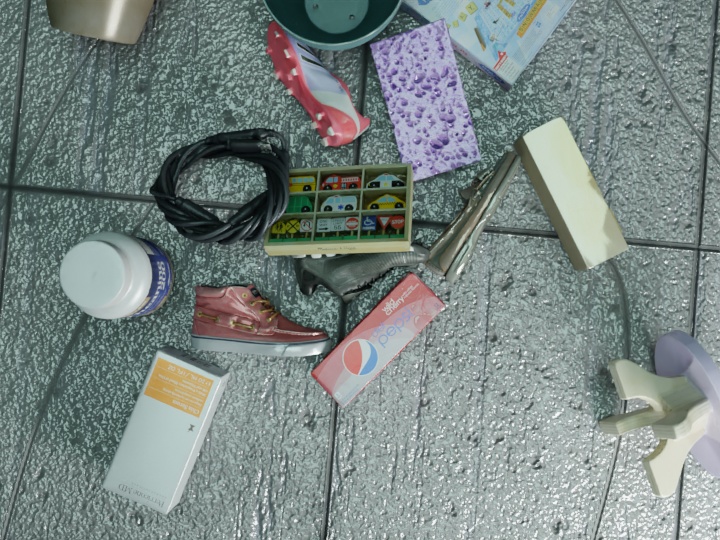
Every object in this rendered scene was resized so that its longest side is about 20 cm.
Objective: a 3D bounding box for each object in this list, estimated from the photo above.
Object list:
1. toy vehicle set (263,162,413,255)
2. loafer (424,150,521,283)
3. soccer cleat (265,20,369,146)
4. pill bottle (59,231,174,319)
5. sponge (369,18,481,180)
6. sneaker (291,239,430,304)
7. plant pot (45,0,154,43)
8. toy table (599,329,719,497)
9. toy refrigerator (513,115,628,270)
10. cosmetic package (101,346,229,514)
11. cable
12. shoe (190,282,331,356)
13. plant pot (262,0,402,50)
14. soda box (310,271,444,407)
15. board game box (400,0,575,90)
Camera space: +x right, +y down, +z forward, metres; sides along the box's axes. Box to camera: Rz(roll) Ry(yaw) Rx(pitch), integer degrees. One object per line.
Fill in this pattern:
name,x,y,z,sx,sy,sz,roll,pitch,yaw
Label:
toy vehicle set,-0.028,-0.083,1.186,0.198,0.027,0.126,-2,61,9
loafer,0.153,-0.083,1.205,0.062,0.072,0.201,29,92,9
soccer cleat,-0.063,-0.266,1.222,0.076,0.067,0.201,-27,82,-31
pill bottle,-0.320,0.007,1.142,0.110,0.200,0.112,0,89,1
sponge,0.091,-0.235,1.209,0.110,0.030,0.202,-15,96,10
sneaker,0.000,0.000,1.205,0.198,0.066,0.092,-2,93,7
plant pot,-0.352,-0.407,1.174,0.198,0.200,0.175,14,105,1
toy table,0.410,0.193,1.146,0.116,0.184,0.202,-19,76,-15
toy refrigerator,0.291,-0.106,1.197,0.069,0.076,0.202,-26,87,0
cosmetic package,-0.267,0.218,1.200,0.100,0.071,0.202,21,89,1
cable,-0.192,-0.111,1.188,0.198,0.051,0.165,-6,72,7
shoe,-0.137,0.066,1.201,0.198,0.071,0.092,3,94,6
plant pot,-0.035,-0.387,1.181,0.198,0.135,0.203,0,88,1
soda box,0.024,0.094,1.202,0.070,0.063,0.200,45,90,2
board game box,0.193,-0.396,1.224,0.199,0.041,0.201,38,90,2
